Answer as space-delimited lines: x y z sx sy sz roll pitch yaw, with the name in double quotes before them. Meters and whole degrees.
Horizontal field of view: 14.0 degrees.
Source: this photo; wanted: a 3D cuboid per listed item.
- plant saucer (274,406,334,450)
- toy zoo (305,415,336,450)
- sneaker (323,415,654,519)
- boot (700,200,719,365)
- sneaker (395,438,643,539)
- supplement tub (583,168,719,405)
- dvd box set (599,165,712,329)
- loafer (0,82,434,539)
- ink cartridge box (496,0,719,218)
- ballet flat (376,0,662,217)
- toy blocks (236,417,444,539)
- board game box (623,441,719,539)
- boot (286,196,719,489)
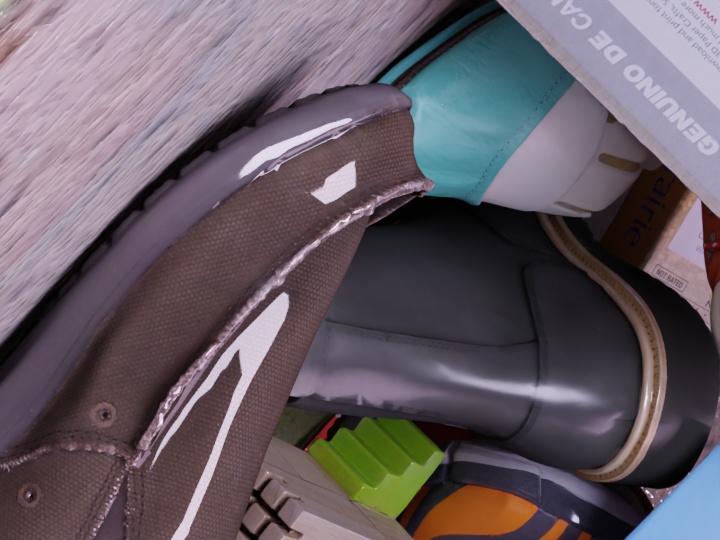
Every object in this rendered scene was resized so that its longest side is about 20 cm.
"plant saucer" -0.081 0.089 1.011 0.200 0.048 0.200 -42 174 -44
"toy zoo" -0.017 0.107 1.206 0.020 0.132 0.200 0 -141 27
"sneaker" 0.074 0.101 1.071 0.200 0.112 0.072 27 73 -60
"boot" 0.128 -0.037 0.849 0.075 0.201 0.107 -13 -171 26
"sneaker" 0.016 0.126 0.927 0.200 0.077 0.112 -33 -151 60
"supplement tub" 0.088 -0.001 1.123 0.145 0.145 0.200 -44 176 -13
"dvd box set" 0.173 -0.043 0.992 0.200 0.146 0.029 -60 -144 5
"loafer" -0.050 0.040 0.679 0.200 0.071 0.073 -46 176 3
"ink cartridge box" 0.143 -0.053 0.779 0.176 0.200 0.084 -44 176 -21
"ballet flat" 0.065 -0.056 0.883 0.067 0.070 0.200 -52 173 34
"toy blocks" -0.073 0.113 0.842 0.200 0.100 0.137 -52 142 7
"board game box" 0.096 0.117 0.911 0.153 0.040 0.200 -46 164 11
"boot" 0.000 0.000 0.872 0.200 0.138 0.078 25 -76 61
